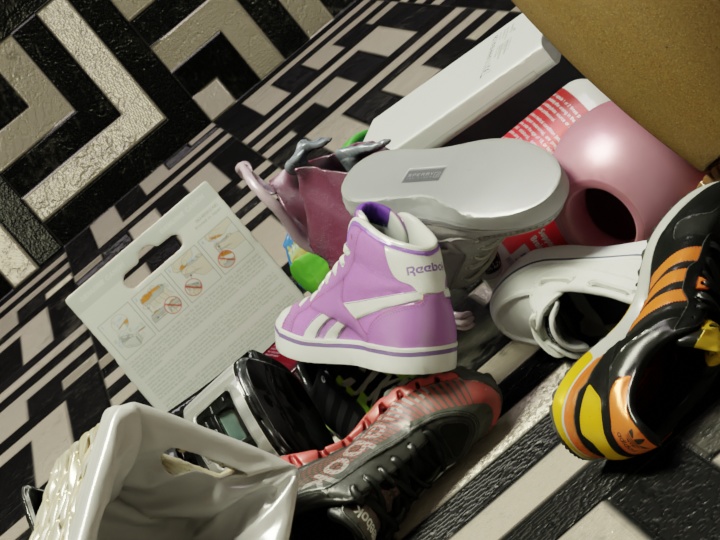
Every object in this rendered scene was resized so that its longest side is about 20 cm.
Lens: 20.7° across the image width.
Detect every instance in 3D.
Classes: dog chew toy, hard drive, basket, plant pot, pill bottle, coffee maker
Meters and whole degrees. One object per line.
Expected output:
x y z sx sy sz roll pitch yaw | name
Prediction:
0.216 -0.081 1.358 0.125 0.125 0.200 -23 13 49 | dog chew toy
0.082 -0.145 1.610 0.200 0.026 0.132 -35 16 26 | hard drive
-0.138 0.204 1.226 0.123 0.135 0.200 -32 40 55 | basket
0.200 -0.170 1.239 0.186 0.200 0.186 -30 -9 -5 | plant pot
0.157 -0.070 1.479 0.200 0.112 0.112 -40 14 2 | pill bottle
-0.119 0.153 1.434 0.200 0.135 0.192 -32 4 9 | coffee maker

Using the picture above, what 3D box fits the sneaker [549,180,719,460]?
0.196 0.030 1.153 0.200 0.070 0.090 -54 21 -18 | sneaker

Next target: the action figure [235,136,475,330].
0.000 0.000 1.509 0.149 0.200 0.134 -14 16 -5 | action figure

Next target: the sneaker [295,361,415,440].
-0.002 0.091 1.450 0.072 0.083 0.200 -44 14 -16 | sneaker

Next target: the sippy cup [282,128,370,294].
0.003 -0.037 1.770 0.130 0.178 0.140 -42 53 38 | sippy cup

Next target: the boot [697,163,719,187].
0.296 -0.063 1.216 0.107 0.075 0.200 -27 -2 -38 | boot

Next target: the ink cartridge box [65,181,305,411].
-0.131 0.047 1.682 0.160 0.200 0.047 -41 14 -6 | ink cartridge box

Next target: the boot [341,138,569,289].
0.081 -0.034 1.363 0.200 0.096 0.074 7 54 48 | boot

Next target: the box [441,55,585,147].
0.164 -0.146 1.685 0.197 0.117 0.200 -37 14 17 | box

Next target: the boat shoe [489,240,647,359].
0.142 0.024 1.302 0.065 0.074 0.200 -43 12 -31 | boat shoe

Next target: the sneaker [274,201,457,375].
0.002 0.008 1.370 0.073 0.114 0.200 -9 6 -33 | sneaker

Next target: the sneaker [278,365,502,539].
0.013 0.138 1.299 0.200 0.071 0.098 -30 31 -2 | sneaker

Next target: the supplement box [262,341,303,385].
-0.040 0.084 1.618 0.200 0.061 0.109 -44 14 -13 | supplement box
